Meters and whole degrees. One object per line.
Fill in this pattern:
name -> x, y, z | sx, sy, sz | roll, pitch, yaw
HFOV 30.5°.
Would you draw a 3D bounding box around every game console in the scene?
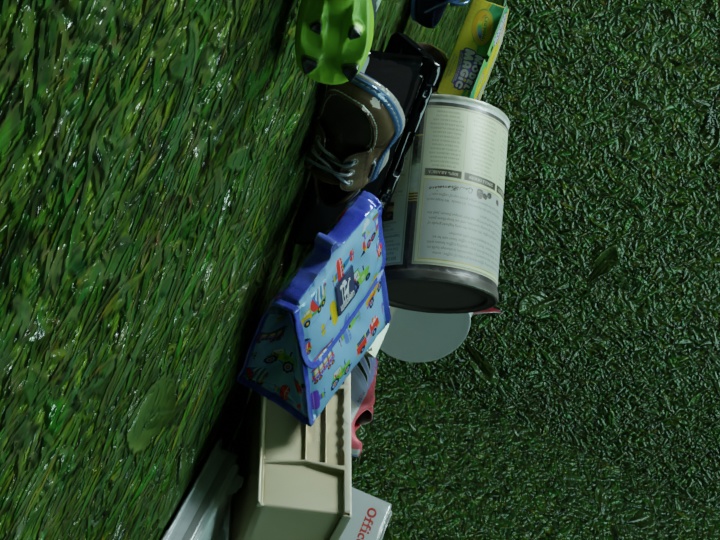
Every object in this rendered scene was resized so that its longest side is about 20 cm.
game console -> -0.010, -0.139, 1.332 | 0.201, 0.115, 0.176 | -68, -154, 19

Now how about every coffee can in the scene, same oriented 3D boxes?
coffee can -> 0.083, -0.068, 1.415 | 0.146, 0.145, 0.202 | 97, 0, -76

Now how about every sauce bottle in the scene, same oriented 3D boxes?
sauce bottle -> 0.070, -0.236, 1.549 | 0.200, 0.064, 0.065 | -37, 149, -79

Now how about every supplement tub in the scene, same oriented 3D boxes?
supplement tub -> 0.068, 0.000, 1.603 | 0.201, 0.144, 0.146 | -90, -164, -54

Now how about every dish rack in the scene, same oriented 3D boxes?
dish rack -> -0.170, 0.284, 1.315 | 0.201, 0.043, 0.173 | -64, 174, -50

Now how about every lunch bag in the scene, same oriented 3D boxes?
lunch bag -> -0.039, 0.024, 1.243 | 0.151, 0.094, 0.201 | -51, 162, -30

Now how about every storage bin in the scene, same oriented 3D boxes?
storage bin -> -0.075, 0.201, 1.368 | 0.201, 0.093, 0.200 | 112, -17, -53

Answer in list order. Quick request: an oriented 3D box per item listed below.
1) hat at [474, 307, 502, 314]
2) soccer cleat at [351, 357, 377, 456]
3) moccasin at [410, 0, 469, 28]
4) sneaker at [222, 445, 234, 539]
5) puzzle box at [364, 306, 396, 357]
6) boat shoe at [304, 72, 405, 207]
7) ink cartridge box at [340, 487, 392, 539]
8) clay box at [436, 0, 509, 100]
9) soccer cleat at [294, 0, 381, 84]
hat -> 0.046, 0.087, 1.772 | 0.201, 0.175, 0.165 | -59, 155, 6
soccer cleat -> -0.007, 0.147, 1.631 | 0.201, 0.076, 0.067 | -64, 174, -46
moccasin -> 0.101, -0.326, 1.418 | 0.200, 0.068, 0.081 | 105, 9, -63
sneaker -> -0.116, 0.227, 1.508 | 0.073, 0.070, 0.201 | 107, 7, -55
puzzle box -> 0.000, 0.000, 1.516 | 0.025, 0.132, 0.201 | 41, 64, -42
boat shoe -> -0.009, -0.106, 1.145 | 0.073, 0.072, 0.200 | -57, 169, -16
ink cartridge box -> -0.078, 0.324, 1.614 | 0.083, 0.198, 0.147 | 107, 7, -55
clay box -> 0.127, -0.238, 1.508 | 0.200, 0.047, 0.116 | 24, 87, -85
soccer cleat -> -0.002, -0.211, 0.817 | 0.081, 0.067, 0.201 | -91, -163, -51
